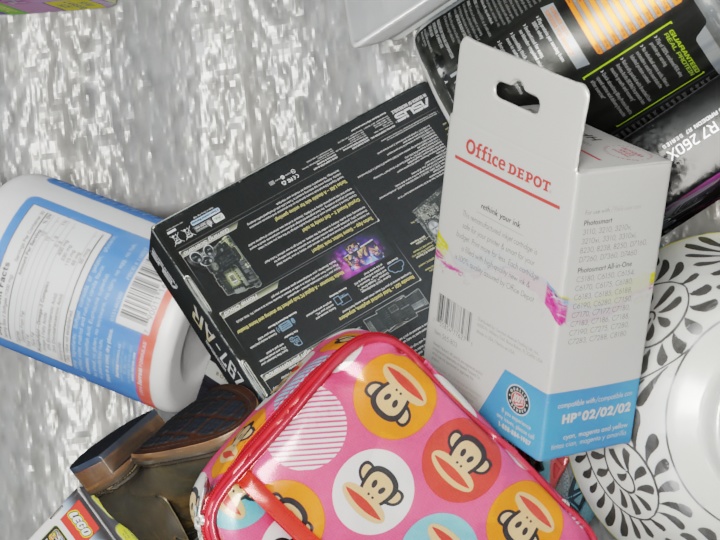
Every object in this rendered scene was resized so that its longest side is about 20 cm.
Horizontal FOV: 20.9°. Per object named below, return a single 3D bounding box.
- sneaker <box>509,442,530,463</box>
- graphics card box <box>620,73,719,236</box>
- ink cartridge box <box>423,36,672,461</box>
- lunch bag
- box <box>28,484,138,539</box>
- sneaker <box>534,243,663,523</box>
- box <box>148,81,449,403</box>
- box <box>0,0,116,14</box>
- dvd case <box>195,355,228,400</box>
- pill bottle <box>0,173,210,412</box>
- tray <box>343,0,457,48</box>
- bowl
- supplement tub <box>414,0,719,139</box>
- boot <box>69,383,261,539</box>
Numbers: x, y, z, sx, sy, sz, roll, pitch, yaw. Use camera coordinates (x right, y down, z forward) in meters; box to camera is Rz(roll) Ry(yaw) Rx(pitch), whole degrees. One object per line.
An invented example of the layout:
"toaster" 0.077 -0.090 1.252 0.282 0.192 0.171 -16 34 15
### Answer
"sneaker" 0.029 0.071 1.191 0.115 0.078 0.200 -39 85 0
"graphics card box" 0.222 -0.087 1.098 0.199 0.125 0.051 -33 81 13
"ink cartridge box" 0.098 -0.016 1.037 0.115 0.067 0.201 32 122 51
"lunch bag" 0.009 0.148 1.030 0.200 0.082 0.176 45 80 -10
"box" -0.139 0.240 1.228 0.110 0.035 0.200 -45 77 30
"sneaker" 0.162 0.090 1.136 0.095 0.079 0.201 25 96 14
"box" 0.000 0.000 1.147 0.199 0.044 0.161 -30 74 -20
"box" -0.231 -0.273 1.213 0.096 0.176 0.201 -2 89 16
"dvd case" -0.056 0.162 1.191 0.148 0.016 0.201 31 120 20
"pill bottle" -0.182 0.005 1.225 0.199 0.112 0.113 21 95 17
"tray" 0.078 -0.200 1.168 0.199 0.108 0.022 -32 115 13
"bowl" 0.219 0.080 1.069 0.199 0.094 0.202 -1 93 -11
"supplement tub" 0.142 -0.140 1.125 0.199 0.122 0.123 -31 80 13
"boot" -0.090 0.127 1.136 0.075 0.200 0.097 -39 100 -30
